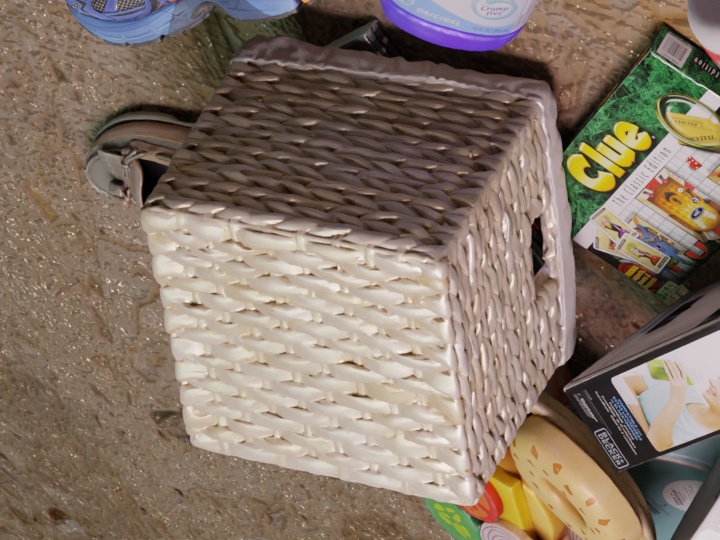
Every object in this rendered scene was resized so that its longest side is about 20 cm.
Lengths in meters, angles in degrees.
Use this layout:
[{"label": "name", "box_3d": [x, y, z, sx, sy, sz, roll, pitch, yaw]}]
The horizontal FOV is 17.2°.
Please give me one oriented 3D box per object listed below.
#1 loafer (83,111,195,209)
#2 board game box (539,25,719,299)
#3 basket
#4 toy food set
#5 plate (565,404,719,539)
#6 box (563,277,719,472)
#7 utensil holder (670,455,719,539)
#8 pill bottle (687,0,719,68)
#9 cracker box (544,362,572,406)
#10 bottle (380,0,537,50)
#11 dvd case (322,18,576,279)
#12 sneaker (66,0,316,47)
[{"label": "loafer", "box_3d": [-0.121, -0.061, 1.546, 0.200, 0.063, 0.072, -1, 139, 46]}, {"label": "board game box", "box_3d": [0.166, -0.054, 1.304, 0.105, 0.023, 0.200, 35, 153, 0]}, {"label": "basket", "box_3d": [0.000, 0.000, 1.335, 0.199, 0.161, 0.199, 11, 133, 24]}, {"label": "toy food set", "box_3d": [0.107, 0.139, 1.484, 0.200, 0.049, 0.198, 29, 152, 35]}, {"label": "plate", "box_3d": [0.191, 0.146, 1.535, 0.199, 0.026, 0.200, 9, 145, 6]}, {"label": "box", "box_3d": [0.212, 0.038, 1.296, 0.060, 0.117, 0.200, 57, 151, -1]}, {"label": "utensil holder", "box_3d": [0.294, 0.172, 1.385, 0.200, 0.170, 0.170, 32, 153, 6]}, {"label": "pill bottle", "box_3d": [0.247, -0.077, 1.083, 0.114, 0.114, 0.200, -6, 134, 50]}, {"label": "cracker box", "box_3d": [0.038, 0.051, 1.568, 0.199, 0.058, 0.134, 18, 150, 27]}, {"label": "bottle", "box_3d": [0.065, -0.182, 1.149, 0.083, 0.065, 0.200, 16, 152, -5]}, {"label": "dvd case", "box_3d": [0.016, -0.043, 1.417, 0.146, 0.022, 0.200, -23, 113, 41]}, {"label": "sneaker", "box_3d": [-0.097, -0.182, 1.333, 0.200, 0.075, 0.079, -7, 125, 40]}]
